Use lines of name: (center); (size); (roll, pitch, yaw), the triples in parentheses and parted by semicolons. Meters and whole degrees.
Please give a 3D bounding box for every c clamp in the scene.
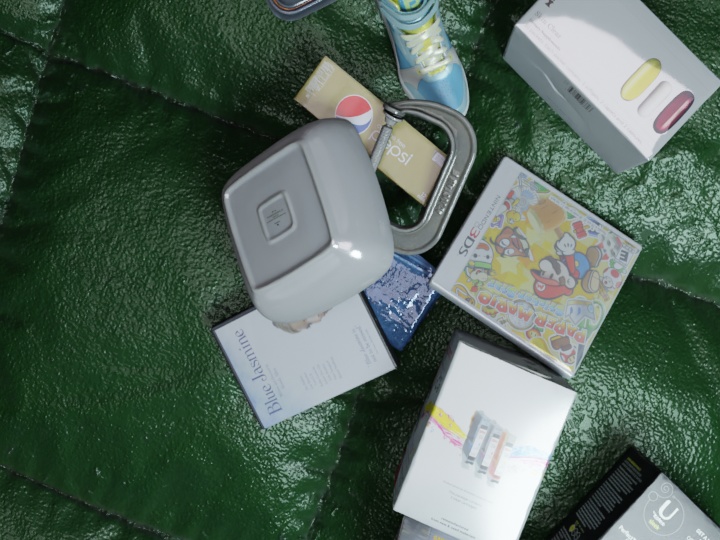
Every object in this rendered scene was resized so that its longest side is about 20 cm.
c clamp: (0.033, -0.107, 0.957); (0.169, 0.027, 0.202); (31, 108, 5)

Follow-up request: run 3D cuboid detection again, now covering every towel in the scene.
towel: (0.000, 0.000, 1.020); (0.198, 0.049, 0.113); (34, 95, 2)

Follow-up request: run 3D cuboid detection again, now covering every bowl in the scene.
bowl: (-0.072, -0.056, 0.946); (0.198, 0.074, 0.204); (-27, 73, 28)

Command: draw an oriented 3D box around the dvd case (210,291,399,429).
dvd case: (-0.069, 0.091, 1.018); (0.197, 0.018, 0.145); (-26, 96, 17)

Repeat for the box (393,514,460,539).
box: (0.094, 0.387, 0.978); (0.155, 0.049, 0.203); (19, 127, 5)

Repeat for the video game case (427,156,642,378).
video game case: (0.206, -0.006, 0.991); (0.198, 0.023, 0.184); (33, 78, 1)

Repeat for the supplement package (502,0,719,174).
supplement package: (0.270, -0.224, 0.936); (0.200, 0.156, 0.111); (45, 94, 2)

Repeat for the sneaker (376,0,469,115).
sneaker: (0.069, -0.267, 0.964); (0.078, 0.131, 0.203); (-26, 90, 4)

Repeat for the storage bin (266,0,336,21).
storage bin: (-0.099, -0.411, 0.971); (0.143, 0.134, 0.203); (-24, 89, 5)

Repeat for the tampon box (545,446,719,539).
tampon box: (0.313, 0.337, 0.968); (0.150, 0.126, 0.200); (43, 94, 1)

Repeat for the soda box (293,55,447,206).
soda box: (0.018, -0.163, 1.003); (0.199, 0.068, 0.064); (40, 96, 2)

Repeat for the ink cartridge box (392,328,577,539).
ink cartridge box: (0.137, 0.189, 0.967); (0.142, 0.145, 0.204); (23, 93, 3)
